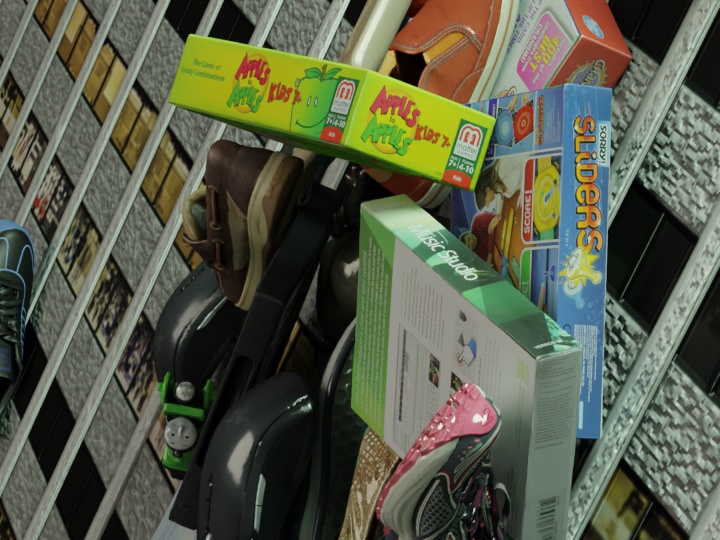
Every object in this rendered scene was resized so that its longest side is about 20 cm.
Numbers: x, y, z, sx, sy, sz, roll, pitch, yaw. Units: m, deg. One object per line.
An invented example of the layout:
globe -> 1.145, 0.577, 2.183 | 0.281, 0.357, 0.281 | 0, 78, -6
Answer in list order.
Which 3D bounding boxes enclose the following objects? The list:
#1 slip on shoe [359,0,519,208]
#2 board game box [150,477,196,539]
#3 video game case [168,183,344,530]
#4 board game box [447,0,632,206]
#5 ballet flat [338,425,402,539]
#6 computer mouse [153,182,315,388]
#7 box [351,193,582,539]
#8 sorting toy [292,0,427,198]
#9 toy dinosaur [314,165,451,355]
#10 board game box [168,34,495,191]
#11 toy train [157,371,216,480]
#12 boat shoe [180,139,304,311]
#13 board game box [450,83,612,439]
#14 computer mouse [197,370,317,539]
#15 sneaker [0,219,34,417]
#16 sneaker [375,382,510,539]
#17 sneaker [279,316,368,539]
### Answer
slip on shoe -> 0.052, -0.142, 1.634 | 0.074, 0.061, 0.201 | 14, 85, 67
board game box -> -0.131, 0.284, 1.825 | 0.201, 0.043, 0.199 | -61, 27, 21
video game case -> -0.069, 0.056, 1.758 | 0.200, 0.025, 0.182 | -65, -3, -65
board game box -> 0.095, -0.139, 1.662 | 0.153, 0.040, 0.201 | -56, 29, 29
ballet flat -> 0.017, 0.182, 1.576 | 0.065, 0.070, 0.202 | -2, 74, 48
computer mouse -> -0.115, -0.002, 1.956 | 0.201, 0.046, 0.140 | -58, 26, 5
box -> 0.058, 0.062, 1.493 | 0.200, 0.036, 0.145 | 42, 137, 48
sorting toy -> 0.013, -0.155, 1.763 | 0.186, 0.036, 0.200 | -65, 5, -27
toy dinosaur -> 0.000, 0.000, 1.718 | 0.200, 0.077, 0.103 | -44, 21, 38
board game box -> -0.021, -0.098, 1.573 | 0.199, 0.101, 0.048 | 18, 90, 53
toy train -> -0.124, 0.116, 1.848 | 0.200, 0.041, 0.057 | 97, -177, -78
boat shoe -> -0.085, -0.035, 1.740 | 0.200, 0.072, 0.073 | 105, -172, -71
board game box -> 0.096, -0.003, 1.518 | 0.135, 0.034, 0.202 | -3, 84, 64
computer mouse -> -0.071, 0.166, 1.602 | 0.140, 0.046, 0.201 | 37, 109, 57
sneaker -> -0.334, 0.055, 2.374 | 0.078, 0.070, 0.202 | 13, 90, 60
sneaker -> 0.054, 0.139, 1.422 | 0.081, 0.074, 0.201 | -49, -20, -37
sneaker -> -0.031, 0.118, 1.697 | 0.146, 0.077, 0.204 | 2, 76, 61
